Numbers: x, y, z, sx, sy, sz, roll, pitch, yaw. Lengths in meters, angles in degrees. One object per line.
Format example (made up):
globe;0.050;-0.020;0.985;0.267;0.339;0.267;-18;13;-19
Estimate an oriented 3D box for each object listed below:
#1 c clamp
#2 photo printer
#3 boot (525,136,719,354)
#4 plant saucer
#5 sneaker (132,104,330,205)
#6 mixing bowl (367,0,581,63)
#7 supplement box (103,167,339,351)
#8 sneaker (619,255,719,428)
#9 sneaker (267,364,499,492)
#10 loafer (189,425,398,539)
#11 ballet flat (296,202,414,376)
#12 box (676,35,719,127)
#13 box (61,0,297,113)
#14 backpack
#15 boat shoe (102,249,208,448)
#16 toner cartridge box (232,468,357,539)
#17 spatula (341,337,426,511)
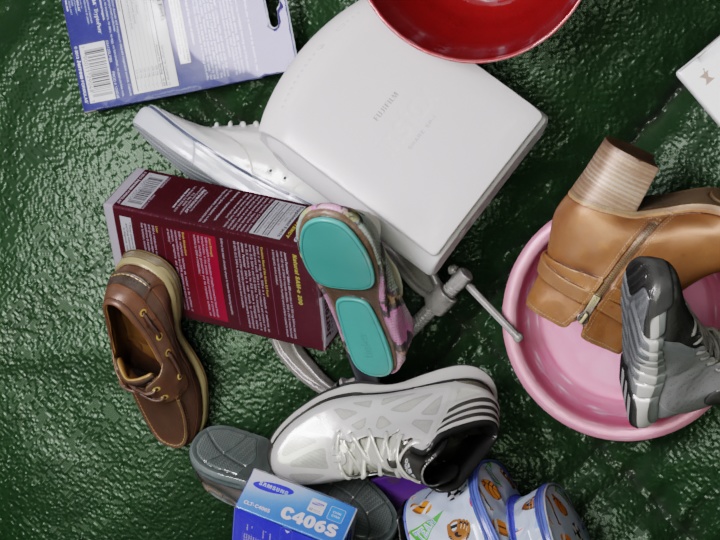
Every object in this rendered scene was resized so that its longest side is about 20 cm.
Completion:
c clamp;0.014;0.045;1.527;0.200;0.027;0.171;-40;83;28
photo printer;0.028;-0.119;1.478;0.200;0.069;0.167;37;79;8
boot;0.240;0.004;1.421;0.199;0.077;0.156;25;109;-2
plant saucer;0.218;0.038;1.491;0.199;0.051;0.202;2;97;13
sneaker;-0.098;-0.097;1.543;0.199;0.073;0.071;30;79;7
mixing bowl;0.098;-0.269;1.449;0.199;0.108;0.202;2;98;11
supplement box;-0.110;-0.011;1.512;0.199;0.061;0.109;14;131;22
sneaker;0.260;0.047;1.382;0.115;0.200;0.075;-7;58;0
sneaker;0.018;0.139;1.458;0.199;0.115;0.076;-18;108;4
loafer;-0.056;0.196;1.561;0.199;0.072;0.063;23;142;19
ballet flat;0.000;0.000;1.431;0.069;0.071;0.201;5;140;25
box;0.332;-0.160;1.364;0.152;0.200;0.106;-41;87;15
box;-0.154;-0.213;1.550;0.199;0.032;0.122;-9;95;15
backpack;0.116;0.251;1.475;0.154;0.200;0.191;-33;85;7
boat shoe;-0.182;0.078;1.539;0.072;0.068;0.201;10;131;24
toner cartridge box;-0.060;0.253;1.523;0.094;0.043;0.201;19;141;9
spatula;0.019;0.136;1.532;0.056;0.021;0.201;-11;111;17
